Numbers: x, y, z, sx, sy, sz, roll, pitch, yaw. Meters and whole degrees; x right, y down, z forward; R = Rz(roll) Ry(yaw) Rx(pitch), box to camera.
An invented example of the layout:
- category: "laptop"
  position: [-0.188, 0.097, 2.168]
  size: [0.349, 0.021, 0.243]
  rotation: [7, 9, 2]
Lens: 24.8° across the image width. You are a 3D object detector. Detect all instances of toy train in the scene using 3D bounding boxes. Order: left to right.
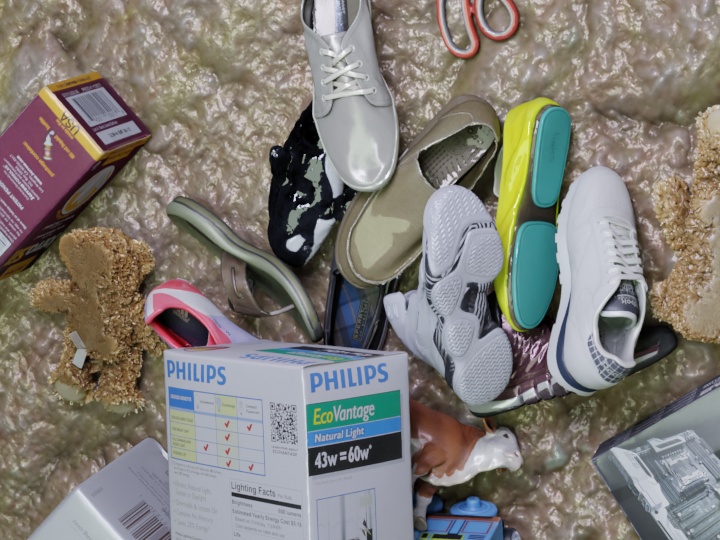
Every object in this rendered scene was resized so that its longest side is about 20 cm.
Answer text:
- category: "toy train"
  position: [0.046, 0.256, 1.511]
  size: [0.197, 0.114, 0.088]
  rotation: [1, 103, 18]

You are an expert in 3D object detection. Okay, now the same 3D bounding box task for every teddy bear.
- category: "teddy bear"
  position: [-0.250, 0.048, 1.597]
  size: [0.143, 0.067, 0.202]
  rotation: [-1, 109, 24]
- category: "teddy bear"
  position: [0.313, -0.040, 1.378]
  size: [0.143, 0.067, 0.203]
  rotation: [-2, 97, 9]

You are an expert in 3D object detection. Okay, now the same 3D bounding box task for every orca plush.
- category: "orca plush"
  position: [-0.044, -0.100, 1.463]
  size: [0.105, 0.071, 0.201]
  rotation: [48, 116, 34]

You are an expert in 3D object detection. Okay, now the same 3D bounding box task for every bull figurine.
- category: "bull figurine"
  position: [0.047, 0.161, 1.497]
  size: [0.198, 0.122, 0.066]
  rotation: [23, 133, 19]

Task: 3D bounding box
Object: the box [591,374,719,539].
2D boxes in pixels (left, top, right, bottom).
- category: "box"
  position: [0.327, 0.178, 1.433]
  size: [0.199, 0.050, 0.159]
  rotation: [-33, 90, 22]

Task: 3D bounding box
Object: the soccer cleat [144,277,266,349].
- category: "soccer cleat"
  position: [-0.118, 0.083, 1.533]
  size: [0.199, 0.077, 0.067]
  rotation: [37, 111, -7]

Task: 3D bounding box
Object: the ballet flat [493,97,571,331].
- category: "ballet flat"
  position: [0.140, -0.050, 1.428]
  size: [0.067, 0.066, 0.203]
  rotation: [9, 92, 47]

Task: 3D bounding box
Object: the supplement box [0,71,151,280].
- category: "supplement box"
  position: [-0.306, -0.085, 1.553]
  size: [0.086, 0.110, 0.200]
  rotation: [47, 112, 3]

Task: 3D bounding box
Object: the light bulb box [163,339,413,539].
- category: "light bulb box"
  position: [-0.063, 0.168, 1.411]
  size: [0.197, 0.124, 0.203]
  rotation: [3, 96, 47]

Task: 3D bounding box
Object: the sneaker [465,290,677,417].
- category: "sneaker"
  position: [0.171, 0.051, 1.446]
  size: [0.198, 0.076, 0.117]
  rotation: [-18, 88, 18]

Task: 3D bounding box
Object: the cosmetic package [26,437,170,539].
- category: "cosmetic package"
  position: [-0.242, 0.304, 1.591]
  size: [0.167, 0.166, 0.200]
  rotation: [46, 111, 4]

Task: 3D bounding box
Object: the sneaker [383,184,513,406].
- category: "sneaker"
  position: [0.066, 0.012, 1.403]
  size: [0.115, 0.075, 0.202]
  rotation: [30, 139, 52]

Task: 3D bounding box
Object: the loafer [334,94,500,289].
- category: "loafer"
  position: [0.050, -0.069, 1.427]
  size: [0.076, 0.067, 0.201]
  rotation: [35, 92, -12]

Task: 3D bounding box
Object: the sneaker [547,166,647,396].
- category: "sneaker"
  position: [0.210, 0.003, 1.376]
  size: [0.076, 0.080, 0.202]
  rotation: [12, 69, -19]

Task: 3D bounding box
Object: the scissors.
- category: "scissors"
  position: [0.086, -0.287, 1.425]
  size: [0.072, 0.014, 0.202]
  rotation: [-10, 100, 22]

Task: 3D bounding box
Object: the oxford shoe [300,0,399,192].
- category: "oxford shoe"
  position: [-0.013, -0.167, 1.404]
  size: [0.074, 0.058, 0.203]
  rotation: [-9, 86, 12]

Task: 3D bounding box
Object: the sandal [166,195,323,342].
- category: "sandal"
  position: [-0.111, 0.008, 1.516]
  size: [0.200, 0.080, 0.057]
  rotation: [36, 74, 21]

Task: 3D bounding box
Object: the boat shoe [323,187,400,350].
- category: "boat shoe"
  position: [0.000, 0.000, 1.493]
  size: [0.069, 0.066, 0.202]
  rotation: [18, 108, 14]
